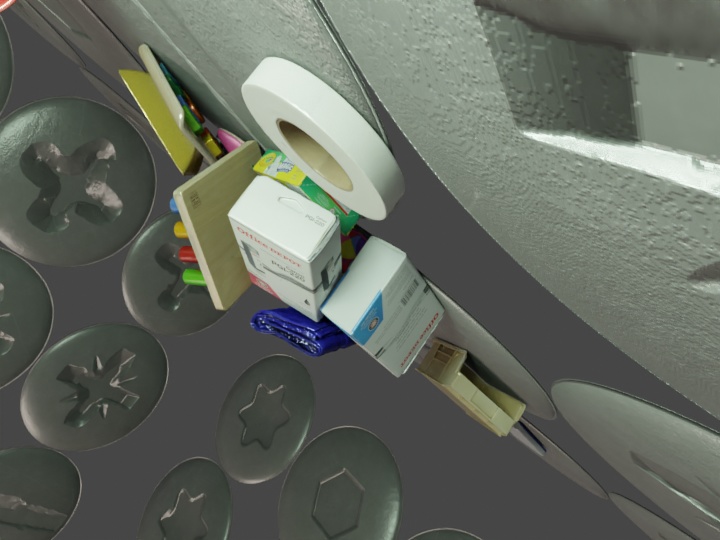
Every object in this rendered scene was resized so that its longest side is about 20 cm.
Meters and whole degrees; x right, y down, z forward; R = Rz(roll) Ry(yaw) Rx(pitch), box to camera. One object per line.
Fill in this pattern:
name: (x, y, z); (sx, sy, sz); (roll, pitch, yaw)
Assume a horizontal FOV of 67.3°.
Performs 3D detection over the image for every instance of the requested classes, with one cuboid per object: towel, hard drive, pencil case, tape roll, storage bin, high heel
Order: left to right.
high heel: (-0.196, -0.156, 0.970); (0.199, 0.096, 0.067); (42, 180, -27)
towel: (-0.078, 0.091, 0.943); (0.144, 0.051, 0.199); (21, -170, 24)
tape roll: (-0.039, -0.133, 0.571); (0.201, 0.037, 0.203); (40, 173, 6)
pencil case: (0.000, 0.000, 0.986); (0.088, 0.089, 0.200); (35, 173, 21)
storage bin: (0.253, 0.270, 1.263); (0.199, 0.094, 0.198); (42, 172, -13)
hard drive: (0.478, 0.485, 1.655); (0.200, 0.026, 0.131); (46, 171, -36)

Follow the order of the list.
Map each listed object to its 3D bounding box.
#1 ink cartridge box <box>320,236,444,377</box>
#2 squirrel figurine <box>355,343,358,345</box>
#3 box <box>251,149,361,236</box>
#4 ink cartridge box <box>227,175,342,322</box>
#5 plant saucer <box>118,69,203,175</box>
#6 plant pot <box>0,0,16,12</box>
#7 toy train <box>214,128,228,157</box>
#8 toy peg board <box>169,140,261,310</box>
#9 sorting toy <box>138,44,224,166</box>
ink cartridge box: (0.043, 0.066, 0.892); (0.085, 0.148, 0.200); (30, 169, 36)
squirrel figurine: (-0.060, 0.039, 1.218); (0.184, 0.143, 0.200); (27, -167, -38)
box: (-0.091, -0.125, 0.839); (0.117, 0.049, 0.198); (45, 168, -36)
ink cartridge box: (-0.104, -0.026, 0.814); (0.143, 0.086, 0.202); (29, 153, 14)
plant saucer: (-0.360, -0.282, 1.028); (0.203, 0.048, 0.200); (61, 176, -14)
plant pot: (-0.503, -0.426, 0.634); (0.177, 0.200, 0.201); (45, 178, 37)
toy train: (-0.266, -0.228, 1.098); (0.034, 0.046, 0.200); (37, 172, 4)
toy peg board: (-0.233, -0.078, 0.891); (0.095, 0.201, 0.204); (3, 123, 26)
sorting toy: (-0.294, -0.264, 0.933); (0.187, 0.036, 0.201); (57, 176, 23)
